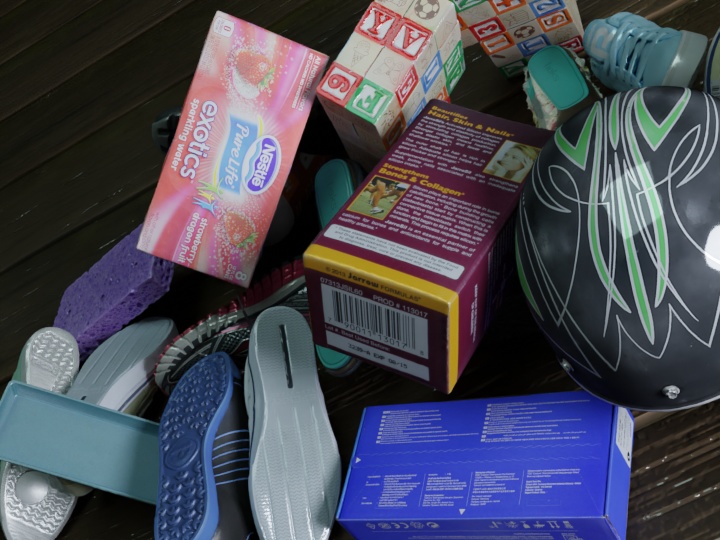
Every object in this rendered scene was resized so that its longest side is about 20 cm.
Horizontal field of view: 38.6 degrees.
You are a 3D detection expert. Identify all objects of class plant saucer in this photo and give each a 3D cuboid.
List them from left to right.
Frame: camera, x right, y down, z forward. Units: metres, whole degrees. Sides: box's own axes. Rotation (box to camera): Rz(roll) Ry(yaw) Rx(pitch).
[{"bbox_3d":[-0.208,0.151,0.850,0.197,0.019,0.071,17,53,-3],"label":"plant saucer"}]

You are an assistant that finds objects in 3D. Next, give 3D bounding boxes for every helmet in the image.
[{"bbox_3d":[0.190,-0.016,0.656,0.197,0.190,0.203,-1,89,27],"label":"helmet"}]

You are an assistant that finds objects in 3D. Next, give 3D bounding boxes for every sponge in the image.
[{"bbox_3d":[-0.250,0.020,1.045,0.199,0.030,0.113,-35,34,32],"label":"sponge"}]

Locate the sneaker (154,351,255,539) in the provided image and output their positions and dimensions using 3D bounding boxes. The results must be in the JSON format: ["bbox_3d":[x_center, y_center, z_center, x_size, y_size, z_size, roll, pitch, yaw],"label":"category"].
[{"bbox_3d":[-0.116,0.158,0.820,0.069,0.078,0.201,-22,38,19],"label":"sneaker"}]

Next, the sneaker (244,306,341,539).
[{"bbox_3d":[-0.055,0.131,0.808,0.072,0.071,0.203,0,64,-8],"label":"sneaker"}]

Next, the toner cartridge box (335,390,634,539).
[{"bbox_3d":[0.085,0.139,0.711,0.198,0.043,0.096,-8,47,31],"label":"toner cartridge box"}]

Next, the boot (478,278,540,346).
[{"bbox_3d":[0.081,-0.032,0.838,0.162,0.066,0.202,-4,47,-4],"label":"boot"}]

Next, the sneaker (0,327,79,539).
[{"bbox_3d":[-0.304,0.168,0.975,0.118,0.073,0.203,139,136,-58],"label":"sneaker"}]

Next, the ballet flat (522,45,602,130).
[{"bbox_3d":[0.186,-0.113,0.862,0.075,0.064,0.202,-22,44,19],"label":"ballet flat"}]

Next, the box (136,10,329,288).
[{"bbox_3d":[-0.107,-0.100,0.860,0.095,0.101,0.202,-137,67,-77],"label":"box"}]

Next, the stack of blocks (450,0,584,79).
[{"bbox_3d":[0.123,-0.248,0.929,0.114,0.200,0.059,-18,69,21],"label":"stack of blocks"}]

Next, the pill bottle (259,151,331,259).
[{"bbox_3d":[-0.100,-0.098,1.026,0.111,0.112,0.202,2,54,38],"label":"pill bottle"}]

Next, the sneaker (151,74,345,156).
[{"bbox_3d":[-0.095,-0.141,0.956,0.197,0.076,0.080,-6,44,-11],"label":"sneaker"}]

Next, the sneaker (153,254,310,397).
[{"bbox_3d":[-0.101,0.062,0.907,0.199,0.075,0.080,-33,-4,22],"label":"sneaker"}]

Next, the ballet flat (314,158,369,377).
[{"bbox_3d":[0.000,0.000,0.853,0.072,0.073,0.202,-17,57,22],"label":"ballet flat"}]

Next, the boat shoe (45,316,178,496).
[{"bbox_3d":[-0.228,0.120,0.947,0.071,0.063,0.201,1,35,26],"label":"boat shoe"}]

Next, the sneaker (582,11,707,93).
[{"bbox_3d":[0.216,-0.167,0.822,0.200,0.081,0.075,-71,-1,-76],"label":"sneaker"}]

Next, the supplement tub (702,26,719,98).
[{"bbox_3d":[0.317,-0.127,0.654,0.144,0.146,0.200,-34,6,4],"label":"supplement tub"}]

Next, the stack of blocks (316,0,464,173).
[{"bbox_3d":[0.036,-0.146,0.886,0.058,0.200,0.116,30,82,17],"label":"stack of blocks"}]

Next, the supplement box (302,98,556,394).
[{"bbox_3d":[0.056,-0.025,0.726,0.109,0.086,0.200,18,47,22],"label":"supplement box"}]
